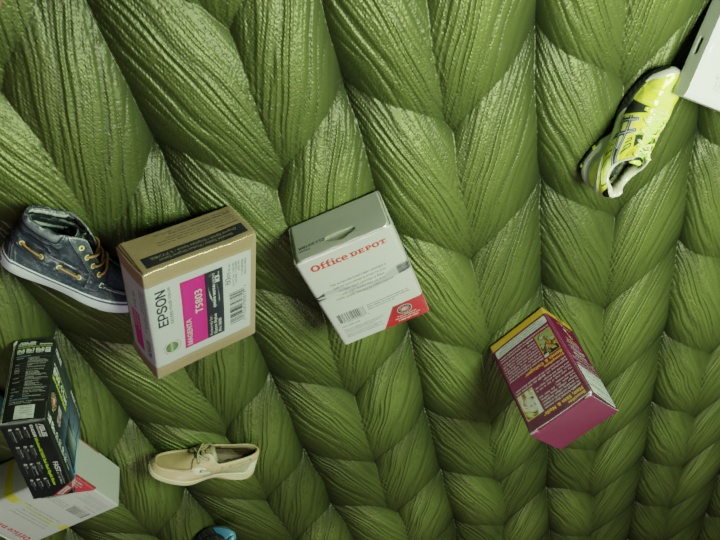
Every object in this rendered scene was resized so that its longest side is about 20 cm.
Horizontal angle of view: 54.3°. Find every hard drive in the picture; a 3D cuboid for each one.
[{"bbox_3d":[0.528,-0.276,0.955,0.199,0.026,0.132,10,108,-27],"label":"hard drive"}]

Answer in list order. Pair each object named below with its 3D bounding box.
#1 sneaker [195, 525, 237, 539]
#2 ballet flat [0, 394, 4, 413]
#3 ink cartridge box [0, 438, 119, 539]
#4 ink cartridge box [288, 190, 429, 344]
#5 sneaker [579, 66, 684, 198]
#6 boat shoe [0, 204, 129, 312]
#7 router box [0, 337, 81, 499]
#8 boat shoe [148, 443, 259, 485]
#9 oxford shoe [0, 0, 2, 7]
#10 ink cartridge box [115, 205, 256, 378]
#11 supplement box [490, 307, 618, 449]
[{"bbox_3d":[-0.325,0.611,1.532,0.200,0.073,0.082,-41,147,28],"label":"sneaker"},{"bbox_3d":[-0.617,0.180,1.030,0.073,0.073,0.200,-32,139,13],"label":"ballet flat"},{"bbox_3d":[-0.548,0.384,1.224,0.200,0.084,0.145,-24,134,6],"label":"ink cartridge box"},{"bbox_3d":[0.000,0.000,1.036,0.144,0.084,0.200,-22,136,5],"label":"ink cartridge box"},{"bbox_3d":[0.394,-0.188,0.989,0.075,0.077,0.200,9,126,-23],"label":"sneaker"},{"bbox_3d":[-0.357,-0.012,0.919,0.200,0.071,0.091,23,125,-31],"label":"boat shoe"},{"bbox_3d":[-0.471,0.222,1.049,0.062,0.150,0.200,-6,134,-12],"label":"router box"},{"bbox_3d":[-0.284,0.345,1.285,0.199,0.072,0.065,7,121,-27],"label":"boat shoe"},{"bbox_3d":[-0.440,-0.274,0.643,0.200,0.075,0.071,15,125,-29],"label":"oxford shoe"},{"bbox_3d":[-0.229,0.031,0.959,0.165,0.075,0.200,-26,142,-31],"label":"ink cartridge box"},{"bbox_3d":[0.337,0.188,1.238,0.131,0.200,0.103,-41,130,23],"label":"supplement box"}]
